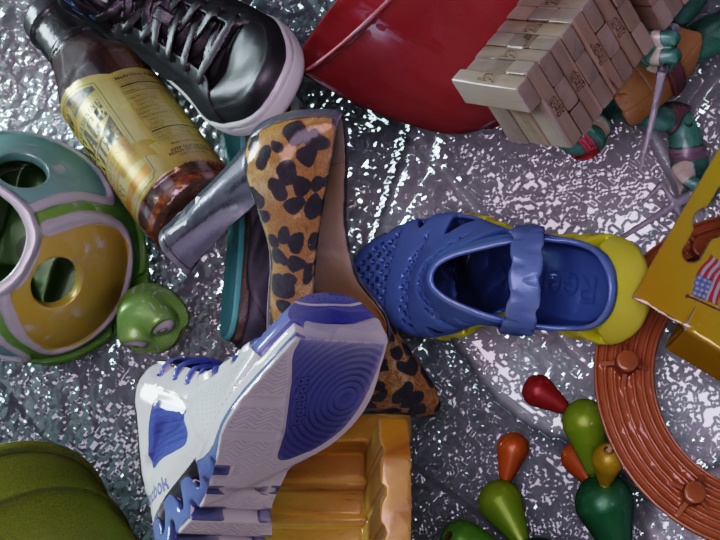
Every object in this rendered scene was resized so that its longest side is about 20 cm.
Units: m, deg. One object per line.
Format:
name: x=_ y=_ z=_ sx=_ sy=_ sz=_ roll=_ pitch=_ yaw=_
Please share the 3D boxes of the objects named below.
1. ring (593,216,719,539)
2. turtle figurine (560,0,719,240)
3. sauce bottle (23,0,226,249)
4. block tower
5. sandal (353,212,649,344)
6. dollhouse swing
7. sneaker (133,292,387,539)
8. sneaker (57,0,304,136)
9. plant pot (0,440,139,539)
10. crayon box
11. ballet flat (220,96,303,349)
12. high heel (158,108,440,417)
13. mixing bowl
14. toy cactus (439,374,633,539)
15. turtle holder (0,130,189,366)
ring: x=0.233 y=0.061 z=1.221 sx=0.200 sy=0.019 sz=0.201 roll=1 pitch=74 yaw=-3
turtle figurine: x=0.176 y=-0.116 z=1.230 sx=0.200 sy=0.150 sz=0.101 roll=-47 pitch=60 yaw=-3
sauce bottle: x=-0.145 y=-0.095 z=1.299 sx=0.066 sy=0.066 sz=0.200 roll=-43 pitch=55 yaw=6
block tower: x=0.135 y=-0.150 z=1.153 sx=0.054 sy=0.058 sz=0.200 roll=12 pitch=55 yaw=51
sandal: x=0.065 y=0.003 z=1.234 sx=0.200 sy=0.087 sz=0.080 roll=-2 pitch=85 yaw=42
dollhouse swing: x=-0.044 y=0.178 z=1.211 sx=0.181 sy=0.176 sz=0.201 roll=-2 pitch=78 yaw=12
sneaker: x=-0.075 y=0.074 z=1.181 sx=0.200 sy=0.080 sz=0.115 roll=-57 pitch=42 yaw=29
sneaker: x=-0.117 y=-0.144 z=1.244 sx=0.073 sy=0.112 sz=0.200 roll=-61 pitch=33 yaw=6
plant pot: x=-0.170 y=0.233 z=1.202 sx=0.193 sy=0.200 sz=0.201 roll=38 pitch=94 yaw=35
crayon box: x=0.262 y=0.022 z=1.199 sx=0.200 sy=0.051 sz=0.127 roll=32 pitch=74 yaw=4
ballet flat: x=-0.052 y=-0.049 z=1.304 sx=0.073 sy=0.073 sz=0.201 roll=-4 pitch=79 yaw=12
high heel: x=0.000 y=0.000 z=1.206 sx=0.200 sy=0.072 sz=0.143 roll=38 pitch=127 yaw=-16
mixing bowl: x=0.066 y=-0.152 z=1.235 sx=0.108 sy=0.200 sz=0.200 roll=43 pitch=95 yaw=-12
toy cactus: x=0.126 y=0.175 z=1.239 sx=0.164 sy=0.102 sz=0.201 roll=20 pitch=81 yaw=3
turtle holder: x=-0.199 y=0.000 z=1.292 sx=0.141 sy=0.132 sz=0.186 roll=-36 pitch=79 yaw=6
